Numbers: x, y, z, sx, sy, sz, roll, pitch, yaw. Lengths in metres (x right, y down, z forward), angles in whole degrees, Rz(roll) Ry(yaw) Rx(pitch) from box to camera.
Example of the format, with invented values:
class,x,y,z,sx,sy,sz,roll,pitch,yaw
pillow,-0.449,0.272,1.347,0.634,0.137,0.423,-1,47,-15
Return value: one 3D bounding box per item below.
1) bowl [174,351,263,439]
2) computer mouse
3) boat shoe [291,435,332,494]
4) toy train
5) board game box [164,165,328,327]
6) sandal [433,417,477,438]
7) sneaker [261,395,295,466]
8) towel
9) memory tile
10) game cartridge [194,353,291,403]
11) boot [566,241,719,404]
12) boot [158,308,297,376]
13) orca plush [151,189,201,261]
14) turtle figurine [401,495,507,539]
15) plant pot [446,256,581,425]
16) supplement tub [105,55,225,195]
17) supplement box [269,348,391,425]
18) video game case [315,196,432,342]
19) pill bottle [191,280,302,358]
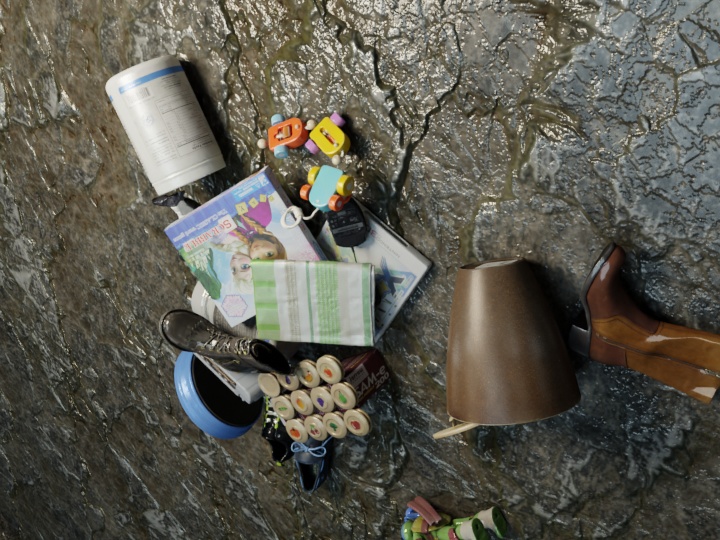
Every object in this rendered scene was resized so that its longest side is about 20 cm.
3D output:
class,x,y,z,sx,sy,sz,roll,pitch,yaw
bowl,-0.264,0.221,1.355,0.039,0.201,0.201,-32,94,26
computer mouse,-0.007,-0.032,1.120,0.058,0.034,0.201,-11,114,12
boat shoe,-0.090,0.355,1.381,0.084,0.069,0.201,1,120,18
toy train,-0.075,-0.158,1.077,0.150,0.056,0.201,-21,65,22
board game box,-0.181,-0.035,1.155,0.200,0.041,0.200,-29,106,15
sandal,0.198,0.206,1.117,0.211,0.078,0.070,-25,79,35
sneaker,-0.158,0.299,1.395,0.071,0.083,0.201,5,117,32
towel,-0.073,0.049,1.139,0.199,0.031,0.150,3,115,9
memory tile,-0.081,0.222,1.199,0.200,0.017,0.154,-18,102,40
game cartridge,-0.227,0.148,1.325,0.200,0.133,0.042,38,138,19
boot,0.379,0.069,0.904,0.199,0.068,0.189,21,124,24
boot,-0.217,0.119,1.168,0.200,0.069,0.174,32,159,-31
orca plush,-0.310,-0.079,1.278,0.071,0.105,0.200,42,178,38
turtle figurine,0.162,0.499,1.246,0.144,0.201,0.194,32,134,-30
plant pot,0.199,0.087,0.986,0.186,0.187,0.201,-5,97,37
supplement tub,-0.324,-0.242,1.183,0.132,0.132,0.201,-12,108,38
supplement box,-0.055,0.209,1.257,0.200,0.109,0.061,-23,99,42
video game case,0.000,0.000,1.161,0.182,0.022,0.200,40,131,10
pill bottle,-0.201,0.075,1.282,0.199,0.114,0.114,22,125,23
